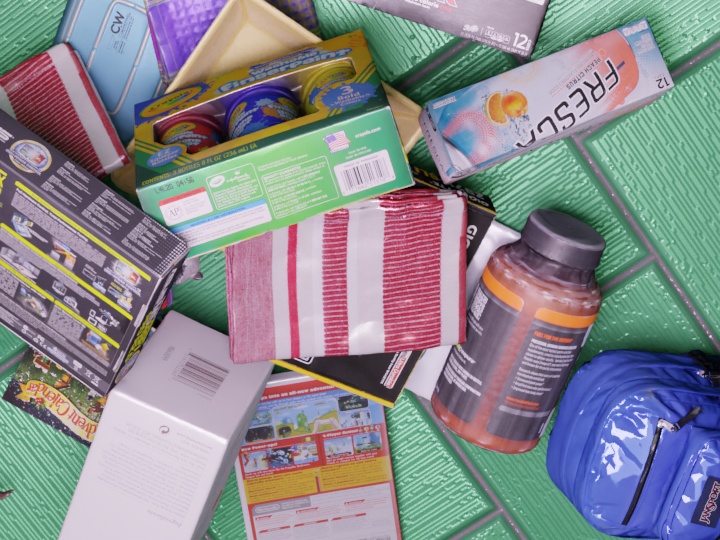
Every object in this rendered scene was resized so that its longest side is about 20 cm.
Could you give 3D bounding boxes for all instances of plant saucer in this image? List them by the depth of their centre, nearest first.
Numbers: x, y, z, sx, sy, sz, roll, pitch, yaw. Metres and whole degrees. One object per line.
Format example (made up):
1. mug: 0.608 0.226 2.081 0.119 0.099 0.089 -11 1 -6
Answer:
1. plant saucer: -0.077 -0.111 1.433 0.199 0.048 0.200 32 106 -19

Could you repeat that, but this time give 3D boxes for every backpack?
1. backpack: 0.271 0.153 1.442 0.199 0.168 0.163 12 103 -17

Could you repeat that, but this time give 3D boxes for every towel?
1. towel: -0.010 0.006 1.395 0.199 0.023 0.145 -4 116 -7
2. towel: -0.302 -0.093 1.402 0.199 0.023 0.144 -30 59 -1
3. towel: -0.104 -0.195 1.431 0.143 0.023 0.201 -14 116 -2

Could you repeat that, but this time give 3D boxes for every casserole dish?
1. casserole dish: -0.207 -0.186 1.462 0.121 0.039 0.201 23 107 -3

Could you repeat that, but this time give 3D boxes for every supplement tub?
1. supplement tub: 0.141 0.051 1.462 0.106 0.107 0.201 21 112 -2

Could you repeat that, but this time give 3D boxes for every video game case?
1. video game case: -0.042 0.183 1.549 0.142 0.017 0.201 -9 113 -2

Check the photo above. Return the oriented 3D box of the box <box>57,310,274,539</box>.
1. box: -0.169 0.165 1.453 0.106 0.152 0.201 24 117 2

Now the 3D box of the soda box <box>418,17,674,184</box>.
1. soda box: 0.151 -0.138 1.393 0.199 0.068 0.064 -22 86 -7

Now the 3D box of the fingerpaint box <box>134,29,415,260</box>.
1. fingerpaint box: -0.072 -0.100 1.320 0.199 0.167 0.074 -18 119 2

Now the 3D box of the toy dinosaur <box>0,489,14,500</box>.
1. toy dinosaur: -0.419 0.187 1.577 0.200 0.086 0.136 -31 92 30

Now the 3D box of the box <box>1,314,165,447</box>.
1. box: -0.208 0.105 1.551 0.199 0.038 0.137 29 107 -4

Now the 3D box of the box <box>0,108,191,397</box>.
1. box: -0.241 -0.016 1.286 0.200 0.044 0.160 35 134 4

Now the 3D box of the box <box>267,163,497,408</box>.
1. box: 0.000 0.000 1.441 0.159 0.049 0.201 23 110 -15

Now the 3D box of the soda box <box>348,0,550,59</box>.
1. soda box: 0.057 -0.239 1.404 0.199 0.071 0.064 18 109 0

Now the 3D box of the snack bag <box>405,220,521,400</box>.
1. snack bag: 0.025 0.008 1.510 0.199 0.021 0.189 28 107 -4

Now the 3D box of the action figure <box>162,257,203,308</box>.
1. action figure: -0.227 -0.020 1.437 0.192 0.105 0.200 4 148 -13
